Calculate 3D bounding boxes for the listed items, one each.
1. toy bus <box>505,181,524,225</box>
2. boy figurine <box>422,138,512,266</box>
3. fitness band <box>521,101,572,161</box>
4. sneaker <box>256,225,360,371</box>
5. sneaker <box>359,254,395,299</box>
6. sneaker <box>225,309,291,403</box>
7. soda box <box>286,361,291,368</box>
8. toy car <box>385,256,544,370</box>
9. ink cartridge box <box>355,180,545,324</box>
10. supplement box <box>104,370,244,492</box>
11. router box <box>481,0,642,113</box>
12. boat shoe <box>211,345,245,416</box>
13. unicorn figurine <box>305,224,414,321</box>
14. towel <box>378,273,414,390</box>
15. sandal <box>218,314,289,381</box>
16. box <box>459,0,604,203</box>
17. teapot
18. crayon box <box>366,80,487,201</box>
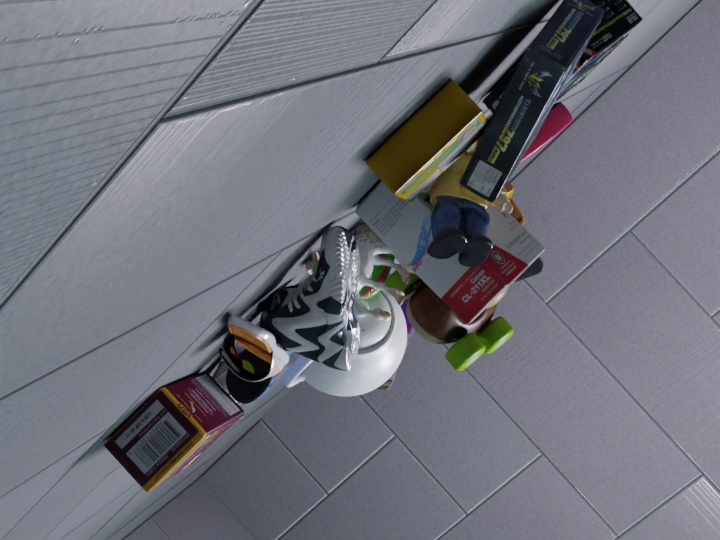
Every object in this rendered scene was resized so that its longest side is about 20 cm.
[{"bbox_3d":[0.187,-0.070,1.879,0.065,0.078,0.200,-29,169,-9],"label":"toy bus"},{"bbox_3d":[0.125,-0.101,1.534,0.064,0.124,0.200,126,-24,-53],"label":"boy figurine"},{"bbox_3d":[0.216,-0.174,1.732,0.144,0.037,0.200,-37,-176,8],"label":"fitness band"},{"bbox_3d":[-0.071,0.030,1.608,0.080,0.130,0.199,-66,159,-48],"label":"sneaker"},{"bbox_3d":[0.035,-0.053,1.854,0.200,0.077,0.084,-49,-149,-4],"label":"sneaker"},{"bbox_3d":[-0.116,0.103,1.760,0.078,0.066,0.200,-28,154,-53],"label":"sneaker"},{"bbox_3d":[-0.059,0.064,2.045,0.200,0.068,0.064,-43,176,-1],"label":"soda box"},{"bbox_3d":[0.165,0.009,1.799,0.158,0.164,0.200,-24,159,-51],"label":"toy car"},{"bbox_3d":[0.112,-0.050,1.608,0.083,0.200,0.146,-48,173,33],"label":"ink cartridge box"},{"bbox_3d":[-0.242,0.208,1.709,0.110,0.086,0.200,-44,175,8],"label":"supplement box"},{"bbox_3d":[0.263,-0.272,1.672,0.150,0.062,0.200,-45,175,41],"label":"router box"},{"bbox_3d":[-0.198,0.179,1.869,0.202,0.075,0.086,-38,-162,52],"label":"boat shoe"},{"bbox_3d":[0.000,0.000,1.720,0.074,0.137,0.200,-55,-175,25],"label":"unicorn figurine"},{"bbox_3d":[0.027,0.093,2.040,0.144,0.023,0.200,3,-121,39],"label":"towel"},{"bbox_3d":[-0.142,0.102,1.599,0.059,0.079,0.207,-62,170,-10],"label":"sandal"},{"bbox_3d":[0.192,-0.193,1.449,0.158,0.051,0.200,-54,173,-48],"label":"box"},{"bbox_3d":[-0.018,0.085,1.904,0.146,0.197,0.200,116,-23,-64],"label":"teapot"},{"bbox_3d":[0.074,-0.137,1.390,0.126,0.052,0.200,-43,176,6],"label":"crayon box"}]
